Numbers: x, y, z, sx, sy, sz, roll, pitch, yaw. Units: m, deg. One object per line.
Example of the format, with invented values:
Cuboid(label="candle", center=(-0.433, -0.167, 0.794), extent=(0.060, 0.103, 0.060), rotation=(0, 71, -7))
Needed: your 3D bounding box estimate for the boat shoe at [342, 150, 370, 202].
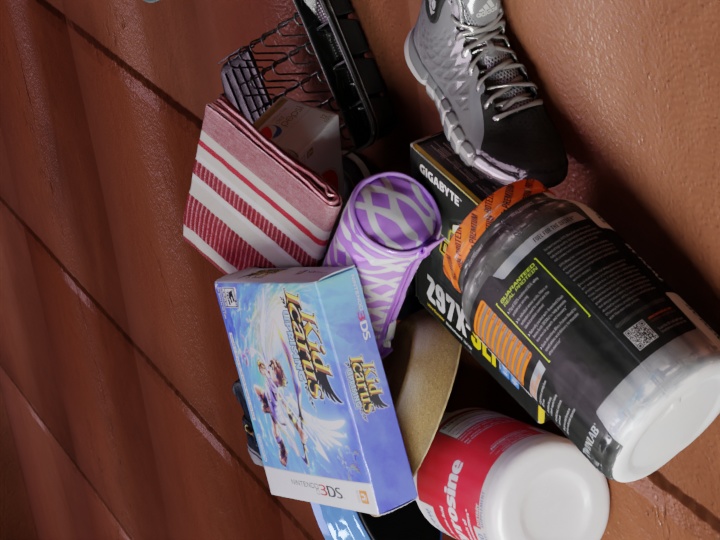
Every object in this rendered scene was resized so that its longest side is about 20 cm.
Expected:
Cuboid(label="boat shoe", center=(-0.044, -0.077, 1.736), extent=(0.200, 0.067, 0.072), rotation=(21, 128, 60))

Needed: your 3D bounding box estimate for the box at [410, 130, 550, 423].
Cuboid(label="box", center=(0.109, 0.002, 1.463), extent=(0.200, 0.049, 0.161), rotation=(46, 150, 46))

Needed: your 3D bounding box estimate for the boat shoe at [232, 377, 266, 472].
Cuboid(label="boat shoe", center=(-0.082, 0.146, 1.795), extent=(0.092, 0.070, 0.200), rotation=(71, 162, -4))

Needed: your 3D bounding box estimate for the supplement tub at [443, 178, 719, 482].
Cuboid(label="supplement tub", center=(0.154, 0.037, 1.256), extent=(0.200, 0.122, 0.123), rotation=(49, 151, 27))

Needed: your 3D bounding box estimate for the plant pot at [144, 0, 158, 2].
Cuboid(label="plant pot", center=(-0.159, -0.361, 1.672), extent=(0.200, 0.134, 0.201), rotation=(50, 150, 42))

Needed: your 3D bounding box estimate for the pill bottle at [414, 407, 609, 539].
Cuboid(label="pill bottle", center=(0.112, 0.178, 1.519), extent=(0.200, 0.111, 0.113), rotation=(14, 121, 65))

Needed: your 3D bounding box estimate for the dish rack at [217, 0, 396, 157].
Cuboid(label="dish rack", center=(-0.061, -0.156, 1.644), extent=(0.199, 0.054, 0.155), rotation=(-26, 84, 44))

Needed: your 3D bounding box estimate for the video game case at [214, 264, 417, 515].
Cuboid(label="video game case", center=(-0.041, 0.098, 1.532), extent=(0.181, 0.045, 0.202), rotation=(-2, 106, 57))

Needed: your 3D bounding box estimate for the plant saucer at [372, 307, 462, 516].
Cuboid(label="plant saucer", center=(0.032, 0.114, 1.592), extent=(0.200, 0.035, 0.202), rotation=(-157, 90, -78))

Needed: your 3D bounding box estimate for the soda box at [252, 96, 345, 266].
Cuboid(label="soda box", center=(-0.055, -0.050, 1.610), extent=(0.063, 0.068, 0.201), rotation=(20, 137, 25))

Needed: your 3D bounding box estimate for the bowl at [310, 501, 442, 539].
Cuboid(label="bowl", center=(0.016, 0.207, 1.713), extent=(0.201, 0.039, 0.202), rotation=(47, -149, -39))

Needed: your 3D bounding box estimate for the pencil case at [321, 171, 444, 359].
Cuboid(label="pencil case", center=(0.011, 0.001, 1.521), extent=(0.086, 0.084, 0.200), rotation=(52, 155, 19))

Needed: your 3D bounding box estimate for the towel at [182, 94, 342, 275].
Cuboid(label="towel", center=(-0.087, -0.046, 1.566), extent=(0.144, 0.023, 0.201), rotation=(41, 148, 13))

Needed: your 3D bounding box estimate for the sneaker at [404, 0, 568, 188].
Cuboid(label="sneaker", center=(0.092, -0.155, 1.338), extent=(0.200, 0.074, 0.116), rotation=(54, 151, 37))

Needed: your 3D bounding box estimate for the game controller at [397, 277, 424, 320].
Cuboid(label="game controller", center=(0.000, 0.000, 1.728), extent=(0.105, 0.042, 0.200), rotation=(51, 164, -17))
